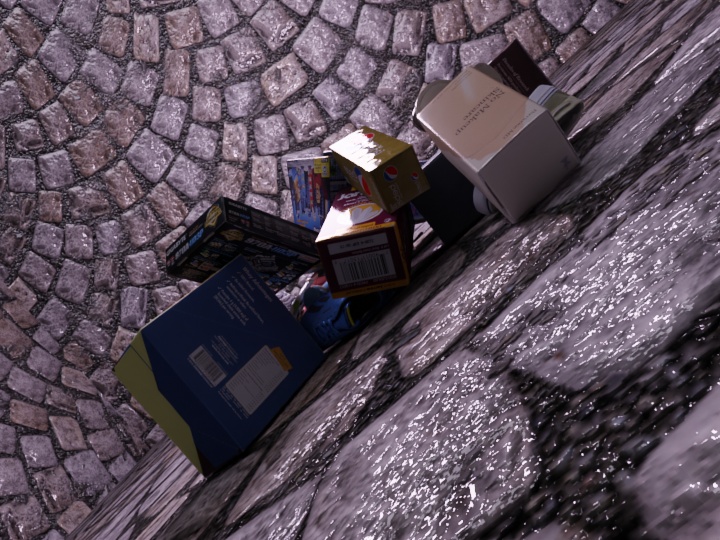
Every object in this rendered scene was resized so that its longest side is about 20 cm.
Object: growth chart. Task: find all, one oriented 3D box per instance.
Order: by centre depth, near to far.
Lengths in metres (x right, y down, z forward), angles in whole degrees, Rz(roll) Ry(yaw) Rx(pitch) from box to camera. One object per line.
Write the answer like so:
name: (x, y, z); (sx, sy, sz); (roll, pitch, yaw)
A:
growth chart: (-0.118, 0.108, 1.022); (0.146, 0.017, 0.203); (-65, -6, -50)

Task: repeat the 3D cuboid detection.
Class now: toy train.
toy train: (0.000, 0.000, 0.940); (0.115, 0.086, 0.199); (-21, -15, -49)

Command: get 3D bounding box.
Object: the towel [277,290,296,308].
towel: (-0.185, 0.142, 1.243); (0.169, 0.084, 0.200); (-63, -2, 11)

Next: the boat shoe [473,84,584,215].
boat shoe: (0.210, -0.152, 0.754); (0.061, 0.072, 0.202); (23, 72, 37)

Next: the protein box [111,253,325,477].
protein box: (-0.193, 0.129, 0.851); (0.134, 0.199, 0.200); (-39, 4, 42)

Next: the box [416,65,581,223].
box: (0.144, -0.146, 0.669); (0.095, 0.078, 0.201); (-41, 30, 9)

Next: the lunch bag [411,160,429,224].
lunch bag: (0.122, -0.145, 1.156); (0.194, 0.131, 0.170); (-11, 4, 6)

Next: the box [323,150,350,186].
box: (0.005, -0.130, 1.052); (0.045, 0.164, 0.198); (-8, 10, -34)

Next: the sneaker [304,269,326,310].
sneaker: (-0.071, 0.078, 1.109); (0.201, 0.072, 0.089); (123, 153, -47)

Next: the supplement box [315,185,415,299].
supplement box: (0.014, -0.053, 0.851); (0.107, 0.088, 0.201); (-10, 25, 12)

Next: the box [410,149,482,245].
box: (0.156, -0.143, 0.913); (0.148, 0.108, 0.200); (-40, 3, 17)

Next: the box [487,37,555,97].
box: (0.291, -0.338, 1.243); (0.199, 0.165, 0.166); (-41, 3, 22)

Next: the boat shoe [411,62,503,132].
boat shoe: (0.133, -0.237, 0.866); (0.199, 0.072, 0.060); (-39, -3, -39)

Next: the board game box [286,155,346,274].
board game box: (-0.064, -0.090, 1.038); (0.060, 0.206, 0.199); (-7, 11, -25)

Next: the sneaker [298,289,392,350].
sneaker: (-0.035, 0.068, 0.878); (0.199, 0.066, 0.079); (-39, 10, 26)

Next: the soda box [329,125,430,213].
soda box: (0.022, -0.146, 0.843); (0.067, 0.065, 0.200); (-31, 27, -5)

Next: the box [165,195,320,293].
box: (-0.173, -0.026, 0.927); (0.158, 0.047, 0.197); (-33, -34, 34)
